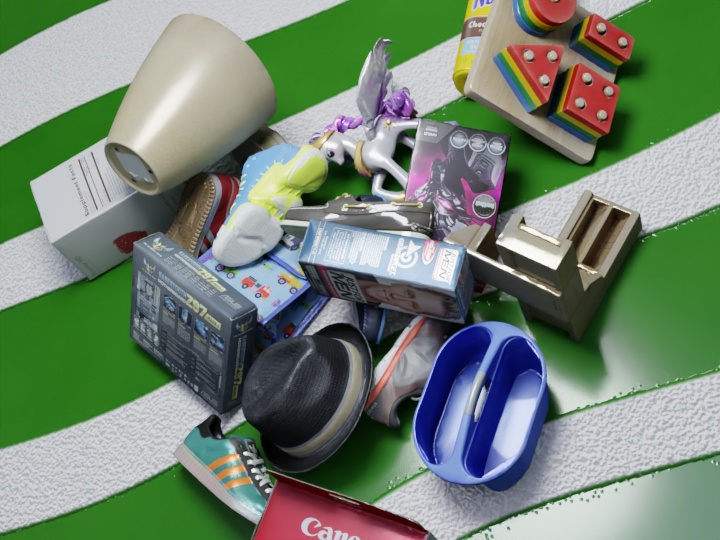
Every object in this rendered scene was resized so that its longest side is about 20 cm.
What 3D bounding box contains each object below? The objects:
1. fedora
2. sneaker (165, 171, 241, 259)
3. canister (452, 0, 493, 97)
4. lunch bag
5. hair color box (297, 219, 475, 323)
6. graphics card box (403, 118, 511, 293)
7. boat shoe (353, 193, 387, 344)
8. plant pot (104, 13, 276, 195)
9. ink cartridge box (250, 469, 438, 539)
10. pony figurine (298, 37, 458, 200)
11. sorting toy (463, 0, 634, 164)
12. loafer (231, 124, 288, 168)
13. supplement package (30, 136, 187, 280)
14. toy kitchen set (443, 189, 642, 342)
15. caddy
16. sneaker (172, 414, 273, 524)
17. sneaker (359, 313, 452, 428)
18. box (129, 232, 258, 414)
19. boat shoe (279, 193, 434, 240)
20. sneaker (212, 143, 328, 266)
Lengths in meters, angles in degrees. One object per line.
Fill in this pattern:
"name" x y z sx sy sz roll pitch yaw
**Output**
"fedora" -0.078 0.144 1.452 0.199 0.091 0.203 -27 49 36
"sneaker" -0.222 -0.047 1.662 0.071 0.112 0.202 37 111 20
"canister" 0.213 -0.339 1.646 0.146 0.087 0.203 5 67 20
"lunch bag" -0.107 -0.005 1.596 0.150 0.095 0.200 31 64 28
"hair color box" 0.033 0.002 1.431 0.197 0.100 0.061 10 68 18
"graphics card box" 0.116 -0.083 1.517 0.123 0.051 0.203 11 83 3
"boat shoe" 0.000 0.000 1.542 0.068 0.084 0.203 4 63 -10
"plant pot" -0.241 -0.201 1.567 0.185 0.189 0.201 21 57 27
"ink cartridge box" -0.013 0.311 1.336 0.197 0.176 0.085 13 68 25
"pony figurine" 0.034 -0.190 1.607 0.198 0.167 0.195 25 81 12
"sorting toy" 0.256 -0.276 1.537 0.197 0.069 0.202 27 69 -19
"loafer" -0.144 -0.168 1.691 0.068 0.076 0.200 -42 49 -4
"supplement package" -0.345 -0.103 1.693 0.198 0.121 0.121 -30 59 3
"toy kitchen set" 0.218 -0.055 1.429 0.162 0.200 0.182 25 74 27
"caddy" 0.144 0.161 1.399 0.140 0.105 0.202 12 69 25
"sneaker" -0.146 0.251 1.474 0.199 0.071 0.080 33 82 31
"sneaker" 0.077 0.112 1.483 0.082 0.077 0.201 39 80 3
"box" -0.221 0.067 1.547 0.199 0.159 0.051 34 42 30
"boat shoe" -0.003 -0.063 1.482 0.198 0.072 0.062 7 75 18
"sneaker" -0.133 -0.092 1.573 0.200 0.076 0.105 -44 41 -13
